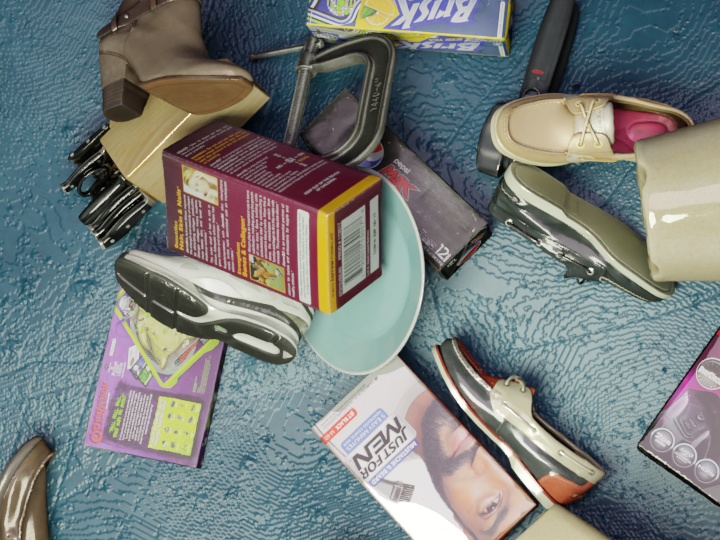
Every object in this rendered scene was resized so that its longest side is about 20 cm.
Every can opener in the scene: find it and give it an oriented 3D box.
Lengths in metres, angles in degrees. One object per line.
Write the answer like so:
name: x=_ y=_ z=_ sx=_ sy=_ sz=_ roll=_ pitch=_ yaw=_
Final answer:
can opener: x=0.174 y=-0.183 z=1.649 sx=0.079 sy=0.063 sz=0.200 roll=19 pitch=84 yaw=11

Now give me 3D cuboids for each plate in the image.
plate: x=0.000 y=0.000 z=1.614 sx=0.200 sy=0.026 sz=0.200 roll=2 pitch=93 yaw=48

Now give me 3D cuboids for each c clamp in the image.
c clamp: x=-0.040 y=-0.160 z=1.636 sx=0.171 sy=0.027 sz=0.200 roll=-15 pitch=47 yaw=22

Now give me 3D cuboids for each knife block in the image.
knife block: x=-0.200 y=-0.111 z=1.661 sx=0.200 sy=0.064 sz=0.176 roll=-3 pitch=67 yaw=33

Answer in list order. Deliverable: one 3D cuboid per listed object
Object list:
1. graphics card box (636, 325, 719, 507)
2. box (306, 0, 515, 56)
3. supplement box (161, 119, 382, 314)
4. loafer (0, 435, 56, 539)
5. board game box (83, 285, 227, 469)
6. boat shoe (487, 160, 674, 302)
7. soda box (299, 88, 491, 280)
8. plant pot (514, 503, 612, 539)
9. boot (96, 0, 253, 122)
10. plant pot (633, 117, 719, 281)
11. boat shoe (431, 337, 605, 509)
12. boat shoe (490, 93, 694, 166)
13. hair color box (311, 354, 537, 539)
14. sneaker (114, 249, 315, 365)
graphics card box: x=0.365 y=0.121 z=1.576 sx=0.125 sy=0.051 sz=0.200 roll=36 pitch=88 yaw=12
box: x=0.052 y=-0.258 z=1.677 sx=0.200 sy=0.070 sz=0.064 roll=5 pitch=83 yaw=10
supplement box: x=-0.083 y=-0.053 z=1.566 sx=0.200 sy=0.086 sz=0.110 roll=22 pitch=128 yaw=30
loafer: x=-0.332 y=0.262 z=1.652 sx=0.071 sy=0.073 sz=0.200 roll=18 pitch=88 yaw=0
board game box: x=-0.196 y=0.089 z=1.677 sx=0.120 sy=0.032 sz=0.200 roll=11 pitch=81 yaw=6
boat shoe: x=0.207 y=-0.023 z=1.614 sx=0.199 sy=0.075 sz=0.066 roll=33 pitch=123 yaw=-10
soda box: x=0.035 y=-0.085 z=1.653 sx=0.071 sy=0.063 sz=0.200 roll=-45 pitch=77 yaw=-1
plant pot: x=0.184 y=0.316 z=1.491 sx=0.200 sy=0.200 sz=0.177 roll=-42 pitch=78 yaw=0
boot: x=-0.176 y=-0.222 z=1.614 sx=0.200 sy=0.070 sz=0.146 roll=-6 pitch=62 yaw=31
plant pot: x=0.348 y=-0.067 z=1.536 sx=0.183 sy=0.200 sz=0.201 roll=-7 pitch=79 yaw=9
boat shoe: x=0.147 y=0.137 z=1.592 sx=0.063 sy=0.071 sz=0.200 roll=-41 pitch=83 yaw=15
boat shoe: x=0.224 y=-0.138 z=1.594 sx=0.200 sy=0.069 sz=0.074 roll=-2 pitch=84 yaw=-19
hair color box: x=0.062 y=0.188 z=1.603 sx=0.111 sy=0.064 sz=0.200 roll=-44 pitch=78 yaw=-2
sneaker: x=-0.133 y=0.007 z=1.644 sx=0.200 sy=0.076 sz=0.115 roll=23 pitch=56 yaw=8
